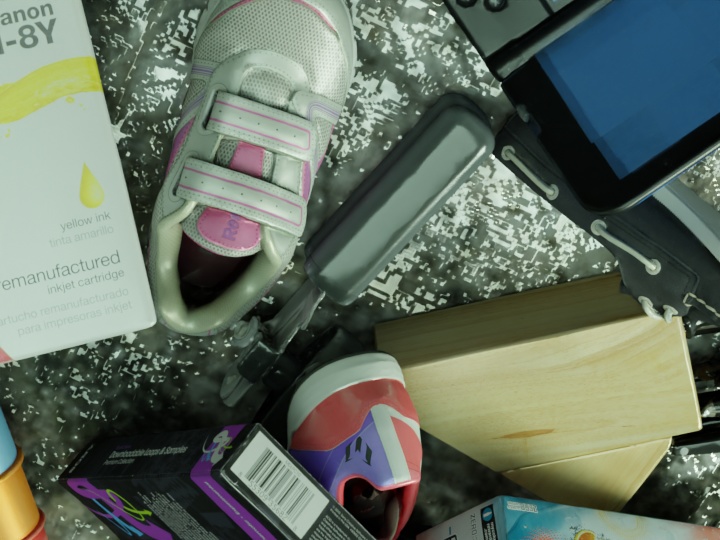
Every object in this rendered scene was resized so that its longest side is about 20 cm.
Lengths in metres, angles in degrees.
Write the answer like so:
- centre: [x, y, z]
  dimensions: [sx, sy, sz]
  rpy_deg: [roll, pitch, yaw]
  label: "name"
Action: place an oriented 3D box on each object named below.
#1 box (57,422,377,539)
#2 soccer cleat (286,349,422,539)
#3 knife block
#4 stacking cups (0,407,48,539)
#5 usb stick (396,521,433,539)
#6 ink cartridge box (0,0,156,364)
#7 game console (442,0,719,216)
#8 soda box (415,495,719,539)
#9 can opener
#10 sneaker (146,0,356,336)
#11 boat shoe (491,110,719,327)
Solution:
- centre: [-0.056, 0.136, 1.079]
  dimensions: [0.143, 0.200, 0.036]
  rpy_deg: [46, 64, -17]
  label: "box"
- centre: [-0.010, 0.118, 1.084]
  dimensions: [0.068, 0.073, 0.200]
  rpy_deg: [-11, 149, -19]
  label: "soccer cleat"
- centre: [0.129, 0.033, 1.104]
  dimensions: [0.200, 0.064, 0.176]
  rpy_deg: [31, 106, -13]
  label: "knife block"
- centre: [-0.205, 0.083, 1.120]
  dimensions: [0.060, 0.061, 0.200]
  rpy_deg: [-14, 116, 3]
  label: "stacking cups"
- centre: [0.004, 0.225, 1.191]
  dimensions: [0.055, 0.033, 0.200]
  rpy_deg: [15, 110, -9]
  label: "usb stick"
- centre: [-0.187, -0.057, 1.010]
  dimensions: [0.145, 0.083, 0.200]
  rpy_deg: [-14, 95, -7]
  label: "ink cartridge box"
- centre: [0.134, -0.156, 0.995]
  dimensions: [0.200, 0.118, 0.171]
  rpy_deg: [-35, 109, 5]
  label: "game console"
- centre: [0.125, 0.162, 1.098]
  dimensions: [0.200, 0.064, 0.068]
  rpy_deg: [12, 150, -38]
  label: "soda box"
- centre: [0.000, 0.000, 1.093]
  dimensions: [0.066, 0.053, 0.200]
  rpy_deg: [35, 104, -13]
  label: "can opener"
- centre: [-0.052, -0.049, 1.040]
  dimensions: [0.081, 0.088, 0.200]
  rpy_deg: [12, 119, -7]
  label: "sneaker"
- centre: [0.144, -0.012, 1.050]
  dimensions: [0.200, 0.074, 0.060]
  rpy_deg: [46, 105, 12]
  label: "boat shoe"
